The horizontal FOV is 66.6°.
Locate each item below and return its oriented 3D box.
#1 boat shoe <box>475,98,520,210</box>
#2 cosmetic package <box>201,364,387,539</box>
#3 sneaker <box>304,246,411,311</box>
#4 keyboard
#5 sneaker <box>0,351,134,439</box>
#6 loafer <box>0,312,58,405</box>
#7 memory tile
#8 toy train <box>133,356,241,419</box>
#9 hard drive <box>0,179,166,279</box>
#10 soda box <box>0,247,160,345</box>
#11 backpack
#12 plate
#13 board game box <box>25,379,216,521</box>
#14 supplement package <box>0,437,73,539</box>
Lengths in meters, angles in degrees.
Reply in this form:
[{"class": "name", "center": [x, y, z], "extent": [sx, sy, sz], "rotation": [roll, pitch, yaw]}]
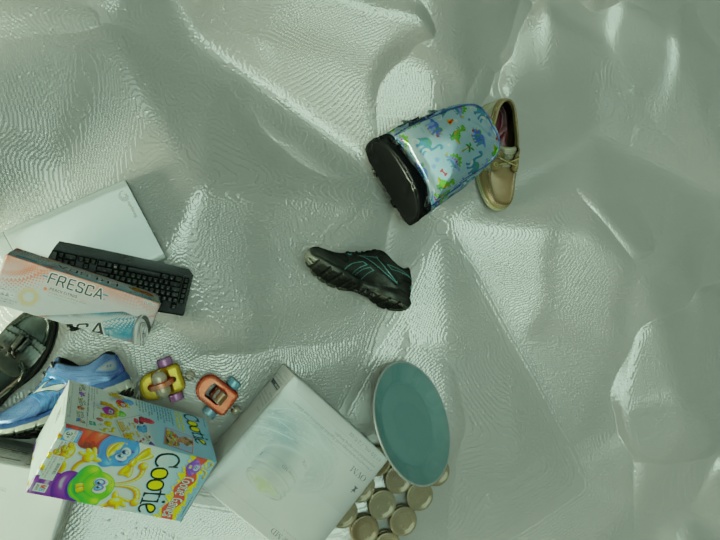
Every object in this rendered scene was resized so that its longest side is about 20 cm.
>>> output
[{"class": "boat shoe", "center": [0.252, -0.211, 0.991], "extent": [0.073, 0.066, 0.202], "rotation": [-4, 89, -16]}, {"class": "cosmetic package", "center": [-0.104, 0.290, 0.839], "extent": [0.199, 0.123, 0.200], "rotation": [43, 79, -10]}, {"class": "sneaker", "center": [0.000, 0.000, 0.916], "extent": [0.199, 0.075, 0.080], "rotation": [25, 67, -20]}, {"class": "keyboard", "center": [-0.360, 0.039, 0.809], "extent": [0.199, 0.021, 0.128], "rotation": [13, 96, -24]}, {"class": "sneaker", "center": [-0.429, 0.176, 0.782], "extent": [0.199, 0.079, 0.090], "rotation": [-22, 71, -10]}, {"class": "loafer", "center": [-0.493, 0.141, 0.751], "extent": [0.072, 0.063, 0.200], "rotation": [38, 86, -15]}, {"class": "memory tile", "center": [0.050, 0.375, 0.934], "extent": [0.153, 0.017, 0.200], "rotation": [40, 79, -11]}, {"class": "toy train", "center": [-0.282, 0.219, 0.824], "extent": [0.150, 0.056, 0.200], "rotation": [46, 77, -9]}, {"class": "hard drive", "center": [-0.412, -0.033, 0.812], "extent": [0.199, 0.027, 0.133], "rotation": [-28, 96, -16]}, {"class": "soda box", "center": [-0.385, 0.038, 0.753], "extent": [0.199, 0.064, 0.069], "rotation": [22, 91, -25]}, {"class": "backpack", "center": [0.138, -0.198, 0.931], "extent": [0.199, 0.154, 0.164], "rotation": [-28, 89, -28]}, {"class": "plate", "center": [0.080, 0.249, 0.898], "extent": [0.200, 0.025, 0.201], "rotation": [30, 47, -38]}, {"class": "board game box", "center": [-0.312, 0.242, 0.730], "extent": [0.199, 0.105, 0.103], "rotation": [28, 97, -30]}, {"class": "supplement package", "center": [-0.498, 0.315, 0.728], "extent": [0.199, 0.111, 0.157], "rotation": [18, 82, -14]}]
